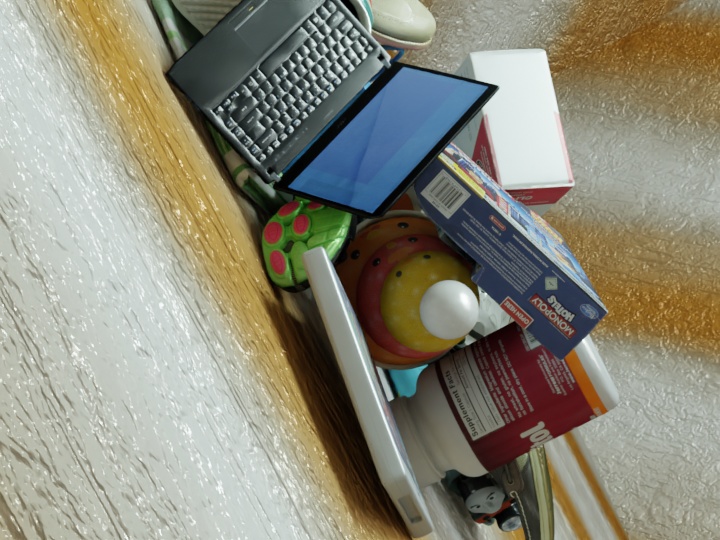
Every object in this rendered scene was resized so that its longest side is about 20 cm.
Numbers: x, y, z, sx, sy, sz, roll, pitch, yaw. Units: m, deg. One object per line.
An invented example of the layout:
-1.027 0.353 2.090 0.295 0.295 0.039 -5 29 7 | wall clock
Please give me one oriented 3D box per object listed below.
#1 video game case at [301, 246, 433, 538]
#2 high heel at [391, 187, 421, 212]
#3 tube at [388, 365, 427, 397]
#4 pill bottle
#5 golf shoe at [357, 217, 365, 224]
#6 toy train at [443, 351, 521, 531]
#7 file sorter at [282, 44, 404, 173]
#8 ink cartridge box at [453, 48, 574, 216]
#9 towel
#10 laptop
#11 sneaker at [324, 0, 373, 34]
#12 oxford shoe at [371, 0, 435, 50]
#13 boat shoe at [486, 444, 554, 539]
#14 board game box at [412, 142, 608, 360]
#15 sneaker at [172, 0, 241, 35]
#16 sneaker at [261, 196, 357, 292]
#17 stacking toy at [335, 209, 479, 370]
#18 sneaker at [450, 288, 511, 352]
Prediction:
0.008 0.101 1.345 0.182 0.023 0.200 67 2 -66 | video game case
0.015 -0.073 1.796 0.200 0.067 0.096 113 -34 -59 | high heel
0.052 0.106 1.678 0.200 0.050 0.077 63 3 40 | tube
0.124 0.117 1.525 0.113 0.200 0.113 60 9 -15 | pill bottle
0.000 0.000 1.652 0.200 0.078 0.095 -102 180 -59 | golf shoe
0.112 0.174 1.720 0.114 0.085 0.200 35 28 -47 | toy train
-0.027 -0.187 1.659 0.123 0.139 0.200 -8 68 -51 | file sorter
0.125 -0.111 1.665 0.200 0.083 0.146 129 -48 -65 | ink cartridge box
-0.118 -0.142 1.495 0.200 0.023 0.153 65 9 21 | towel
-0.023 -0.157 1.388 0.200 0.177 0.103 47 -29 -9 | laptop
-0.058 -0.269 1.485 0.200 0.070 0.094 33 27 -39 | sneaker
0.010 -0.279 1.595 0.200 0.074 0.071 29 41 -35 | oxford shoe
0.146 0.178 1.621 0.072 0.066 0.201 -66 146 -77 | boat shoe
0.122 -0.029 1.475 0.200 0.062 0.200 43 11 -2 | board game box
-0.096 -0.210 1.517 0.200 0.078 0.079 55 16 -23 | sneaker
-0.033 -0.030 1.439 0.200 0.077 0.084 -69 150 -61 | sneaker
0.060 0.024 1.448 0.146 0.146 0.200 60 -12 -12 | stacking toy
0.110 0.019 1.722 0.076 0.116 0.201 25 -10 28 | sneaker
